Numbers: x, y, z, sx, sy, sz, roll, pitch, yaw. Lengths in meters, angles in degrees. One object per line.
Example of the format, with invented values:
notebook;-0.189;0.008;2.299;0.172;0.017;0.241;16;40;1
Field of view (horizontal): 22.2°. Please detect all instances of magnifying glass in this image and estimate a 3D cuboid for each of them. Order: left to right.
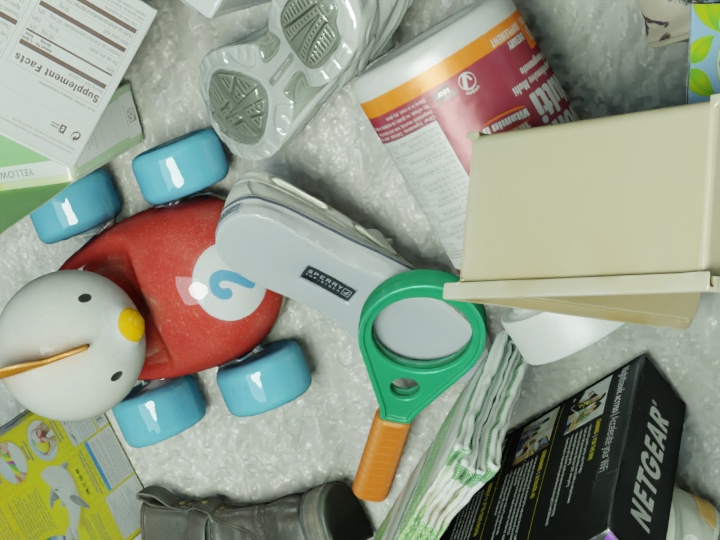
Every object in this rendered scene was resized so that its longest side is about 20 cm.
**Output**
magnifying glass;0.027;0.076;1.171;0.079;0.022;0.201;11;130;-6

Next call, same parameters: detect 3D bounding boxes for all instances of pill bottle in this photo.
pill bottle;0.089;-0.053;1.090;0.109;0.110;0.201;-27;99;26

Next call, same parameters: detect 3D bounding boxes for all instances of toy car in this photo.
toy car;-0.155;0.035;1.164;0.176;0.200;0.186;-17;100;28

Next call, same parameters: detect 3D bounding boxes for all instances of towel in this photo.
towel;0.045;0.143;1.138;0.031;0.149;0.201;29;124;1

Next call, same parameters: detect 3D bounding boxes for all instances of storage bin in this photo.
storage bin;0.183;-0.022;0.962;0.199;0.197;0.095;-4;80;56

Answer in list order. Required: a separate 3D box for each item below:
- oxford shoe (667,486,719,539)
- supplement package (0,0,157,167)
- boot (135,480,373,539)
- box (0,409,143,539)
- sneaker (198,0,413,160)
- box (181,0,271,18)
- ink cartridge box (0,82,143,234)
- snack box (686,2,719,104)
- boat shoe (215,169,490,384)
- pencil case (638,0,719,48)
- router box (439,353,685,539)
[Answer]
oxford shoe;0.190;0.227;1.165;0.057;0.075;0.202;1;112;-16
supplement package;-0.250;-0.167;1.108;0.200;0.155;0.111;31;93;48
boot;-0.063;0.234;1.274;0.173;0.069;0.202;-13;97;30
box;-0.223;0.164;1.233;0.048;0.200;0.118;-25;95;26
sneaker;-0.026;-0.133;1.133;0.200;0.099;0.078;-31;89;53
box;-0.059;-0.265;1.085;0.101;0.112;0.201;37;115;9
ink cartridge box;-0.247;-0.065;1.173;0.144;0.200;0.048;-6;106;23
snack box;0.285;-0.097;0.964;0.198;0.168;0.068;3;87;22
boat shoe;0.000;0.000;1.165;0.199;0.070;0.071;28;129;-15
pencil case;0.179;-0.228;1.019;0.089;0.078;0.202;-4;105;45
router box;0.114;0.148;1.090;0.149;0.200;0.051;-35;103;27
